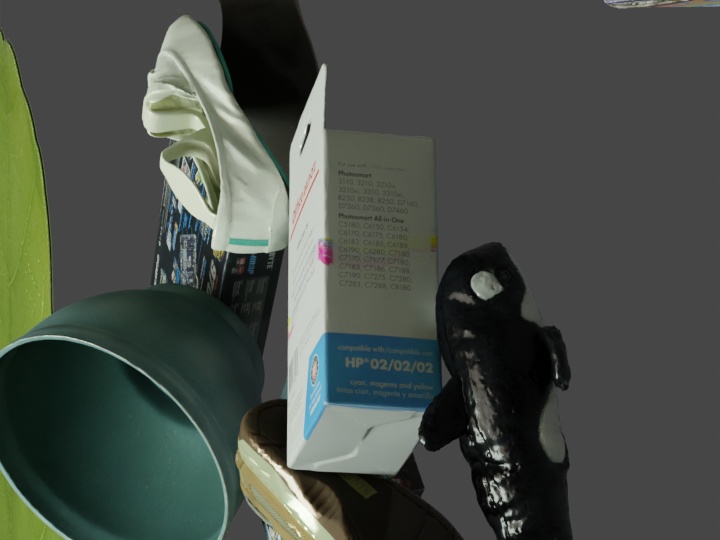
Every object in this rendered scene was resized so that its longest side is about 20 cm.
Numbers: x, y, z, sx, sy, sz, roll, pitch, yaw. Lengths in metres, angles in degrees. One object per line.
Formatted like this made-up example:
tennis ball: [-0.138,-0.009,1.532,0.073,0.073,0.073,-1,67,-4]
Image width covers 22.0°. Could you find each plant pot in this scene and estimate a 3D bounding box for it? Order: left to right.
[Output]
plant pot: [-0.148,0.093,1.308,0.199,0.134,0.202,16,129,21]

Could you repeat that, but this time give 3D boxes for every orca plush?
orca plush: [0.057,0.088,0.933,0.105,0.070,0.202,179,86,-70]

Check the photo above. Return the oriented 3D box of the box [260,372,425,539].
box: [-0.019,0.140,1.198,0.201,0.037,0.137,110,148,-48]

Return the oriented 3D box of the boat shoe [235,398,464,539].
boat shoe: [0.001,0.160,1.055,0.200,0.071,0.077,45,135,33]

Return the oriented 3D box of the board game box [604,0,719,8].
board game box: [0.146,-0.175,0.504,0.057,0.164,0.202,-166,73,-68]

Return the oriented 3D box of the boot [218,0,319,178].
boot: [-0.061,-0.152,1.240,0.075,0.073,0.202,-44,-52,-78]

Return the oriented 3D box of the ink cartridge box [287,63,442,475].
ink cartridge box: [0.000,0.000,1.033,0.115,0.067,0.202,119,153,-64]

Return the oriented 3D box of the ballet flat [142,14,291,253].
ballet flat: [-0.100,-0.088,1.160,0.201,0.069,0.070,61,149,35]

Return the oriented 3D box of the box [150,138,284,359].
box: [-0.111,-0.011,1.399,0.160,0.046,0.201,-116,29,-43]
